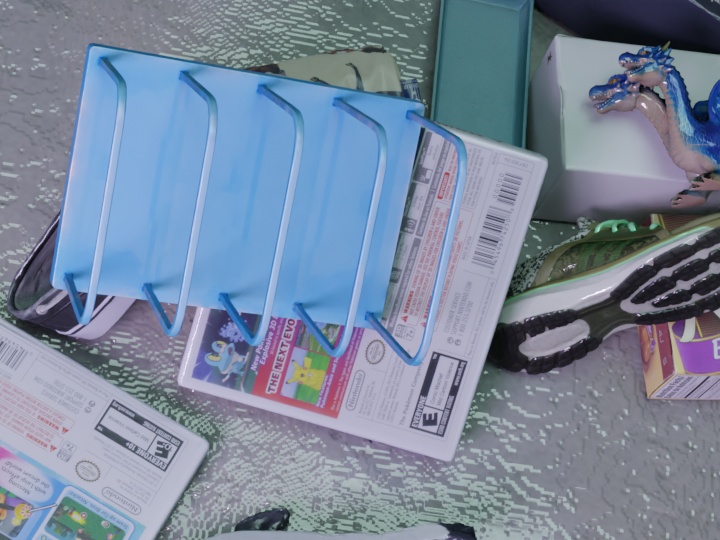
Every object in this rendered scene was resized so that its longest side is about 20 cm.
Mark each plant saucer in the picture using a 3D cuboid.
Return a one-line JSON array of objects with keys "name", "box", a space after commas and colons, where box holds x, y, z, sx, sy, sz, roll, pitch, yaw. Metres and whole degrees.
[{"name": "plant saucer", "box": [0.083, -0.120, 1.123, 0.069, 0.019, 0.201, 11, 57, -7]}]

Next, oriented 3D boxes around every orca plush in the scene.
[{"name": "orca plush", "box": [-0.029, 0.193, 0.959, 0.199, 0.072, 0.105, -12, 25, -21]}]

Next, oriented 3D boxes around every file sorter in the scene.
[{"name": "file sorter", "box": [-0.056, -0.031, 0.880, 0.198, 0.123, 0.140, 8, 103, -18]}]

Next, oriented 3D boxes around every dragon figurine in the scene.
[{"name": "dragon figurine", "box": [0.249, -0.092, 1.040, 0.198, 0.059, 0.100, 4, 71, -9]}]

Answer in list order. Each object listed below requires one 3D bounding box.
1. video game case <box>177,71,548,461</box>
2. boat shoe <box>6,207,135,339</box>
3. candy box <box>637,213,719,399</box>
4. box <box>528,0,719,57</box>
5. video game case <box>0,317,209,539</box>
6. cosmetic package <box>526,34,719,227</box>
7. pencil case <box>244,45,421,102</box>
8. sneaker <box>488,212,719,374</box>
[{"name": "video game case", "box": [0.000, 0.000, 0.984, 0.181, 0.023, 0.201, 16, 102, -5]}, {"name": "boat shoe", "box": [-0.143, -0.043, 0.960, 0.068, 0.199, 0.074, 18, 34, -45]}, {"name": "candy box", "box": [0.288, 0.026, 1.091, 0.198, 0.057, 0.118, 2, 66, -12]}, {"name": "box", "box": [0.213, -0.260, 1.177, 0.199, 0.104, 0.182, 35, 63, 5]}, {"name": "video game case", "box": [-0.219, 0.129, 0.956, 0.199, 0.024, 0.183, 30, 64, 2]}, {"name": "cosmetic package", "box": [0.220, -0.090, 1.112, 0.198, 0.085, 0.108, 6, 66, -9]}, {"name": "pencil case", "box": [-0.061, -0.092, 1.058, 0.199, 0.078, 0.090, -14, 56, -18]}, {"name": "sneaker", "box": [0.166, -0.010, 1.038, 0.199, 0.077, 0.089, -21, 50, 16]}]
